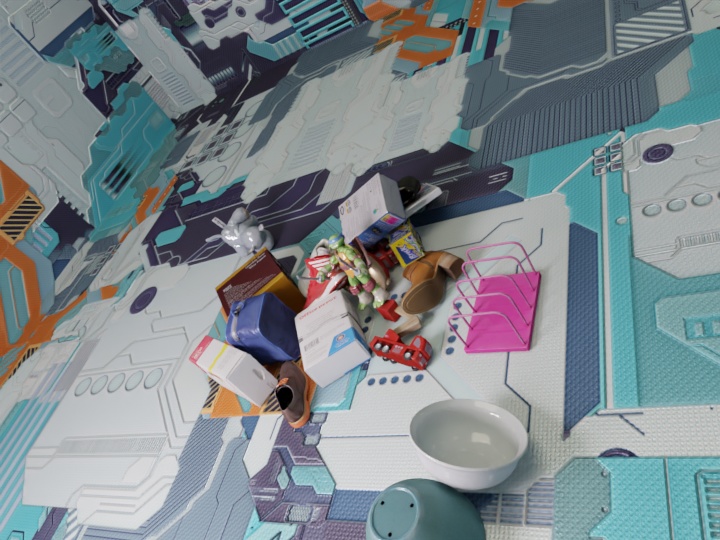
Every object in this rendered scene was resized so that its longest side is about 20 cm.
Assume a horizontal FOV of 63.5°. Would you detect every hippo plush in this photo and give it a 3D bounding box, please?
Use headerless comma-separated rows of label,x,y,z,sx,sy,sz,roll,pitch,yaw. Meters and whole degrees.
hippo plush,-0.374,-0.133,1.958,0.160,0.200,0.160,6,76,35

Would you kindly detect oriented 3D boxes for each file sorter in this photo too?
file sorter,0.277,0.053,1.214,0.139,0.125,0.200,-9,44,35

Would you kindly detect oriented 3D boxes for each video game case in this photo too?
video game case,0.131,-0.180,1.628,0.182,0.023,0.200,-35,11,4

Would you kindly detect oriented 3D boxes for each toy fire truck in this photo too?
toy fire truck,0.096,0.144,1.339,0.200,0.049,0.141,10,55,46
toy fire truck,0.015,-0.049,1.613,0.141,0.049,0.200,-37,37,3

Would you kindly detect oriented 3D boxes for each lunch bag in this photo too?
lunch bag,-0.258,0.154,1.508,0.132,0.200,0.136,-18,44,28

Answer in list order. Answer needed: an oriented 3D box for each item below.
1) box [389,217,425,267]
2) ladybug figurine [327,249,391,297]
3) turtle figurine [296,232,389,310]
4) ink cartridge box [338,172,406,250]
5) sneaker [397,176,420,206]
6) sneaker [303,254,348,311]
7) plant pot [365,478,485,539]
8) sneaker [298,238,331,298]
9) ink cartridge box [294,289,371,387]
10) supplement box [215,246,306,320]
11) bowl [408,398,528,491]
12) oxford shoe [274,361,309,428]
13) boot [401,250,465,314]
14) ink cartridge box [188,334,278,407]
box,0.116,-0.075,1.488,0.064,0.070,0.200,-30,12,11
ladybug figurine,0.000,0.000,1.520,0.200,0.136,0.072,21,41,30
turtle figurine,-0.036,0.024,1.384,0.144,0.194,0.200,-32,20,21
ink cartridge box,0.017,-0.143,1.540,0.200,0.076,0.137,-35,50,34
sneaker,0.073,-0.186,1.600,0.200,0.076,0.091,-33,18,22
sneaker,-0.112,0.029,1.546,0.078,0.116,0.200,-19,-21,-49
plant pot,0.086,0.426,0.957,0.200,0.135,0.200,-24,37,20
sneaker,-0.127,-0.008,1.654,0.100,0.075,0.200,112,171,-47
ink cartridge box,-0.072,0.163,1.432,0.146,0.086,0.200,-32,34,8
supplement box,-0.286,0.073,1.681,0.197,0.133,0.200,-40,35,-3
bowl,0.183,0.313,1.004,0.200,0.091,0.201,-1,19,0
oxford shoe,-0.169,0.279,1.398,0.071,0.073,0.200,-34,35,6
boot,0.143,0.024,1.412,0.200,0.074,0.155,-37,27,-20
ink cartridge box,-0.328,0.257,1.501,0.200,0.145,0.083,11,58,47
